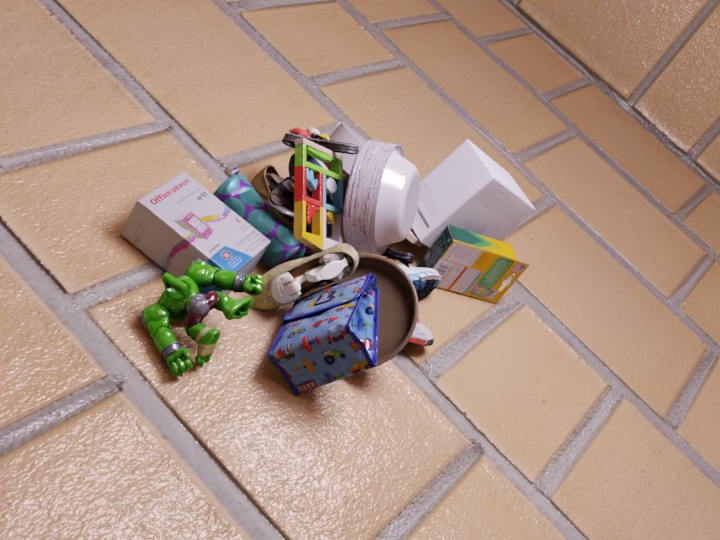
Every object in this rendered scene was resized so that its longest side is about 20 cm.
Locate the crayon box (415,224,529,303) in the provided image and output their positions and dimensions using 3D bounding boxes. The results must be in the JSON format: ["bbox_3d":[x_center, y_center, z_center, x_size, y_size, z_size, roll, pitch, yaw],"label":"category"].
[{"bbox_3d":[0.229,-0.010,1.937,0.199,0.126,0.052,16,38,-29],"label":"crayon box"}]

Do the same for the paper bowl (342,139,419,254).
[{"bbox_3d":[0.044,-0.130,1.715,0.103,0.202,0.201,11,31,14],"label":"paper bowl"}]

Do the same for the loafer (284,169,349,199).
[{"bbox_3d":[-0.071,-0.158,1.823,0.199,0.073,0.073,17,-11,35],"label":"loafer"}]

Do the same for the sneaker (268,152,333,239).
[{"bbox_3d":[-0.113,-0.157,1.714,0.146,0.077,0.203,25,34,-52],"label":"sneaker"}]

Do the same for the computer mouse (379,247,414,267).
[{"bbox_3d":[0.000,0.000,1.732,0.109,0.044,0.200,28,46,29],"label":"computer mouse"}]

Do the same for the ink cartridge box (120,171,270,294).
[{"bbox_3d":[-0.274,-0.055,1.575,0.199,0.085,0.145,37,34,3],"label":"ink cartridge box"}]

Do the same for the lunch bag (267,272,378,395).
[{"bbox_3d":[-0.048,0.085,1.532,0.094,0.150,0.201,57,24,-26],"label":"lunch bag"}]

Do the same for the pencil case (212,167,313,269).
[{"bbox_3d":[-0.180,-0.085,1.694,0.200,0.085,0.092,46,49,13],"label":"pencil case"}]

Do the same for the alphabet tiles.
[{"bbox_3d":[0.048,-0.125,1.929,0.195,0.015,0.200,38,9,-34],"label":"alphabet tiles"}]

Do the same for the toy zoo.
[{"bbox_3d":[-0.071,-0.115,1.634,0.131,0.020,0.202,16,72,-59],"label":"toy zoo"}]

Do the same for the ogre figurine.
[{"bbox_3d":[-0.249,0.057,1.439,0.119,0.201,0.098,34,-10,15],"label":"ogre figurine"}]

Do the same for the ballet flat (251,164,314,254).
[{"bbox_3d":[-0.139,-0.119,1.791,0.068,0.063,0.200,-13,58,-51],"label":"ballet flat"}]

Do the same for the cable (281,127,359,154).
[{"bbox_3d":[-0.076,-0.243,1.732,0.096,0.051,0.200,11,0,-28],"label":"cable"}]

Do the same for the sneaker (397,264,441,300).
[{"bbox_3d":[0.073,0.010,1.823,0.199,0.075,0.087,-3,44,-44],"label":"sneaker"}]

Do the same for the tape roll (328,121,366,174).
[{"bbox_3d":[0.015,-0.222,1.979,0.202,0.071,0.203,38,10,-8],"label":"tape roll"}]

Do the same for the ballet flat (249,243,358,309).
[{"bbox_3d":[-0.093,0.013,1.577,0.199,0.071,0.071,-24,56,-6],"label":"ballet flat"}]

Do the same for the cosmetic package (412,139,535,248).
[{"bbox_3d":[0.221,-0.135,1.965,0.199,0.200,0.123,27,29,-51],"label":"cosmetic package"}]

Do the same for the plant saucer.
[{"bbox_3d":[0.003,0.071,1.610,0.201,0.200,0.029,52,-1,22],"label":"plant saucer"}]

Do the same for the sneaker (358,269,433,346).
[{"bbox_3d":[0.067,0.063,1.700,0.200,0.109,0.067,20,1,-29],"label":"sneaker"}]
